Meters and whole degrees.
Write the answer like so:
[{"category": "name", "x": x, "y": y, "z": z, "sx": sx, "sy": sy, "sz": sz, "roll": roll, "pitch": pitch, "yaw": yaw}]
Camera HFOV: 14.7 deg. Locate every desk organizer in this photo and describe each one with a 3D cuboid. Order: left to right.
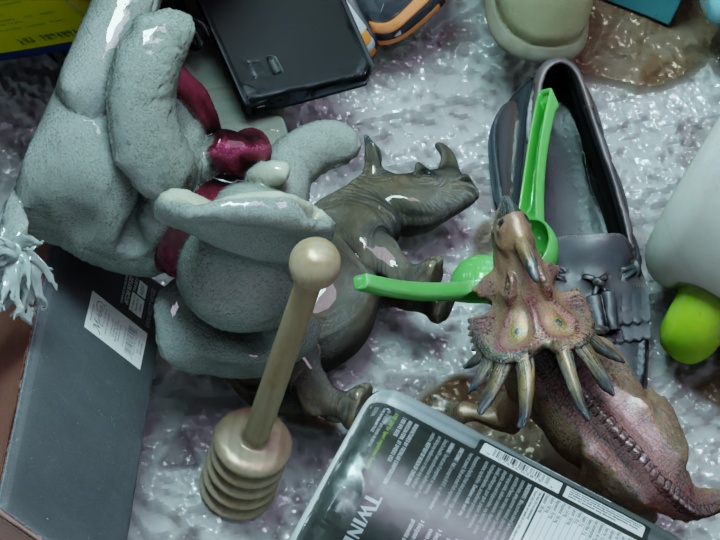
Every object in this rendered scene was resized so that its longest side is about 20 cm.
[{"category": "desk organizer", "x": -0.149, "y": 0.073, "z": 1.270, "sx": 0.072, "sy": 0.077, "sz": 0.200, "roll": 39, "pitch": 33, "yaw": -26}]

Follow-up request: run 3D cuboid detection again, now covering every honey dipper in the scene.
[{"category": "honey dipper", "x": -0.039, "y": 0.048, "z": 1.241, "sx": 0.038, "sy": 0.200, "sz": 0.038, "roll": 6, "pitch": 55, "yaw": -9}]

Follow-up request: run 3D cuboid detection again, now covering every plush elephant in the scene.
[{"category": "plush elephant", "x": -0.071, "y": -0.038, "z": 1.255, "sx": 0.154, "sy": 0.165, "sz": 0.201, "roll": 23, "pitch": 63, "yaw": -3}]

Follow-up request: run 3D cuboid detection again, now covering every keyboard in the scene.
[{"category": "keyboard", "x": -0.075, "y": -0.161, "z": 1.414, "sx": 0.104, "sy": 0.040, "sz": 0.201, "roll": -13, "pitch": 64, "yaw": -22}]

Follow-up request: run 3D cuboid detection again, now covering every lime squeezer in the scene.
[{"category": "lime squeezer", "x": 0.064, "y": -0.013, "z": 1.345, "sx": 0.038, "sy": 0.071, "sz": 0.200, "roll": 5, "pitch": 31, "yaw": 32}]

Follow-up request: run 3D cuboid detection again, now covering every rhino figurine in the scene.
[{"category": "rhino figurine", "x": 0.000, "y": 0.000, "z": 1.370, "sx": 0.087, "sy": 0.060, "sz": 0.200, "roll": 17, "pitch": 50, "yaw": 18}]

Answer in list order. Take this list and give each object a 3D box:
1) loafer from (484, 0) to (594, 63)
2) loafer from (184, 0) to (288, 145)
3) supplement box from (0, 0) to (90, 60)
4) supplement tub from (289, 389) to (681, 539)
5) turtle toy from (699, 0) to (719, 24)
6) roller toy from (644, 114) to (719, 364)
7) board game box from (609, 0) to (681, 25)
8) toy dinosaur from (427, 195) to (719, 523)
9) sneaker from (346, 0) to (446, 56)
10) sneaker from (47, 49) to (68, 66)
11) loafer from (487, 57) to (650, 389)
[{"category": "loafer", "x": 0.095, "y": -0.207, "z": 1.475, "sx": 0.075, "sy": 0.068, "sz": 0.201, "roll": 0, "pitch": 62, "yaw": -18}, {"category": "loafer", "x": -0.069, "y": -0.084, "z": 1.414, "sx": 0.072, "sy": 0.063, "sz": 0.201, "roll": 0, "pitch": 51, "yaw": -8}, {"category": "supplement box", "x": -0.200, "y": -0.180, "z": 1.307, "sx": 0.108, "sy": 0.200, "sz": 0.110, "roll": -7, "pitch": 75, "yaw": 18}, {"category": "supplement tub", "x": 0.068, "y": 0.149, "z": 1.251, "sx": 0.199, "sy": 0.123, "sz": 0.123, "roll": 28, "pitch": 54, "yaw": 4}, {"category": "turtle toy", "x": 0.264, "y": -0.142, "z": 1.512, "sx": 0.200, "sy": 0.101, "sz": 0.146, "roll": 39, "pitch": 32, "yaw": 10}, {"category": "roller toy", "x": 0.242, "y": -0.043, "z": 1.386, "sx": 0.139, "sy": 0.200, "sz": 0.183, "roll": 32, "pitch": 49, "yaw": 7}, {"category": "board game box", "x": 0.105, "y": -0.240, "z": 1.571, "sx": 0.199, "sy": 0.047, "sz": 0.151, "roll": 21, "pitch": 54, "yaw": -1}, {"category": "toy dinosaur", "x": 0.111, "y": 0.067, "z": 1.289, "sx": 0.200, "sy": 0.136, "sz": 0.086, "roll": 39, "pitch": 78, "yaw": -1}, {"category": "sneaker", "x": -0.014, "y": -0.215, "z": 1.485, "sx": 0.112, "sy": 0.078, "sz": 0.200, "roll": -35, "pitch": 81, "yaw": -4}, {"category": "sneaker", "x": -0.164, "y": -0.150, "z": 1.434, "sx": 0.086, "sy": 0.080, "sz": 0.201, "roll": -20, "pitch": 64, "yaw": 2}, {"category": "loafer", "x": 0.106, "y": -0.017, "z": 1.409, "sx": 0.072, "sy": 0.063, "sz": 0.201, "roll": -1, "pitch": 57, "yaw": -15}]
